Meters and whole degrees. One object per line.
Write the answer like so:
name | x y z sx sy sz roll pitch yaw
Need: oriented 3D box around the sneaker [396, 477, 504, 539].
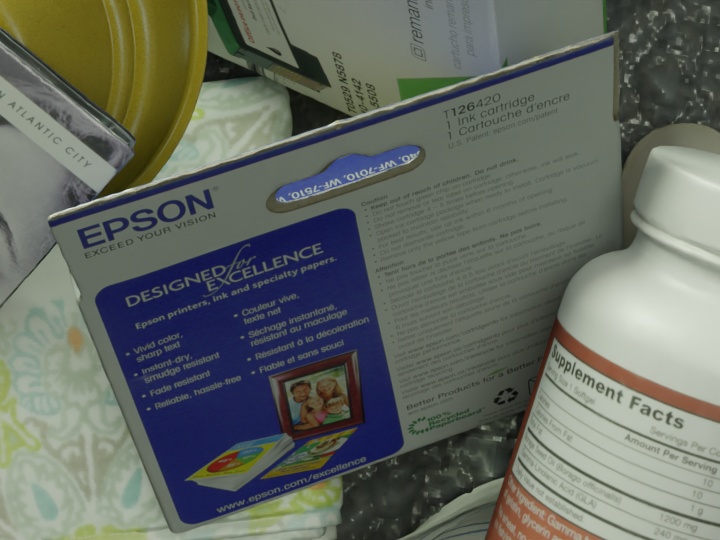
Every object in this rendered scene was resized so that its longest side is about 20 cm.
sneaker | 0.010 0.142 0.814 0.199 0.087 0.075 -28 92 -6

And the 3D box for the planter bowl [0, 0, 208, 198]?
planter bowl | -0.158 -0.079 0.713 0.199 0.084 0.202 2 117 4

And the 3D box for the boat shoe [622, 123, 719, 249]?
boat shoe | 0.142 0.043 0.848 0.074 0.093 0.201 -2 59 -2

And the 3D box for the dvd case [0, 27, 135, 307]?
dvd case | -0.194 -0.020 0.686 0.149 0.016 0.200 39 111 -12

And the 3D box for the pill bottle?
pill bottle | 0.112 0.064 0.709 0.112 0.112 0.201 16 103 -5

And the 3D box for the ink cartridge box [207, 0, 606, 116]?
ink cartridge box | -0.012 -0.136 0.754 0.199 0.146 0.084 25 64 23

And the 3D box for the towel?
towel | -0.101 0.029 0.828 0.170 0.048 0.201 -8 88 -10

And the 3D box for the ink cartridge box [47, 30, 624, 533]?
ink cartridge box | 0.000 0.000 0.726 0.197 0.201 0.047 -18 50 -5
